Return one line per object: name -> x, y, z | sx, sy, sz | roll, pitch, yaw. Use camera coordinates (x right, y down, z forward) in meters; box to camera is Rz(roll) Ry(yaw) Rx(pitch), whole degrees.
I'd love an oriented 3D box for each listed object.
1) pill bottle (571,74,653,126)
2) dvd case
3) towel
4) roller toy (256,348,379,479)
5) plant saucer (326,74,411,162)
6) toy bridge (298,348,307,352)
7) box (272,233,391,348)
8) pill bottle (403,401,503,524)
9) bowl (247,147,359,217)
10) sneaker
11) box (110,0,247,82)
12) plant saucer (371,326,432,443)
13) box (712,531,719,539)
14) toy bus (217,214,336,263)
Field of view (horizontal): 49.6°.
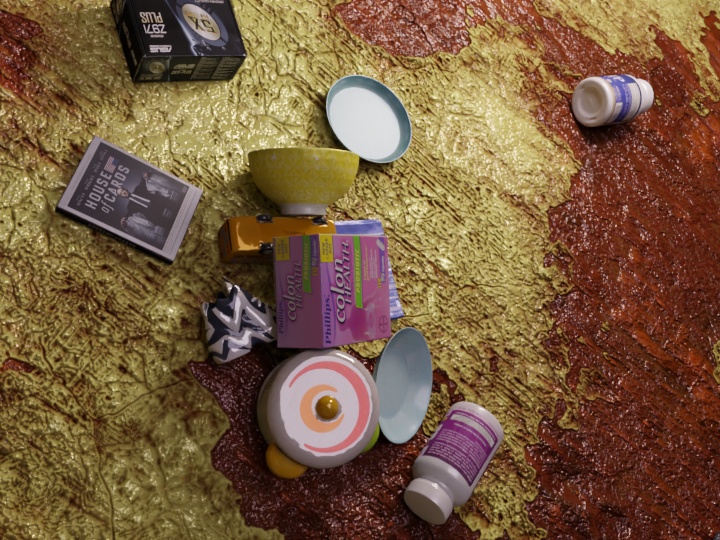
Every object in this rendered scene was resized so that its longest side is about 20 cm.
pill bottle -> 0.638, -0.429, 1.955 | 0.199, 0.120, 0.120 | -13, 77, -35
dvd case -> -0.376, -0.116, 1.283 | 0.199, 0.025, 0.151 | 27, 58, -19
towel -> 0.000, 0.000, 1.456 | 0.144, 0.024, 0.201 | -4, 72, -31
roller toy -> -0.069, 0.217, 1.229 | 0.199, 0.140, 0.184 | -13, 84, -18
plant saucer -> 0.014, -0.306, 1.592 | 0.199, 0.027, 0.201 | 12, 65, -26
toy bridge -> -0.039, 0.209, 1.342 | 0.200, 0.027, 0.067 | 50, 52, -3
box -> -0.042, 0.031, 1.282 | 0.199, 0.096, 0.177 | -1, 89, -55
pill bottle -> 0.159, 0.335, 1.354 | 0.112, 0.112, 0.200 | 46, 54, -6
bowl -> -0.100, -0.151, 1.375 | 0.199, 0.200, 0.109 | -1, 91, -31
sneaker -> -0.176, 0.059, 1.291 | 0.198, 0.079, 0.130 | -24, 92, -25
box -> -0.328, -0.435, 1.407 | 0.199, 0.086, 0.165 | -10, 76, -33
plant saucer -> 0.064, 0.199, 1.364 | 0.201, 0.038, 0.203 | -6, 97, -56
box -> 0.791, 0.669, 1.591 | 0.182, 0.104, 0.201 | -36, 90, -37
toy bus -> -0.141, -0.052, 1.360 | 0.199, 0.078, 0.066 | 0, 69, -30
